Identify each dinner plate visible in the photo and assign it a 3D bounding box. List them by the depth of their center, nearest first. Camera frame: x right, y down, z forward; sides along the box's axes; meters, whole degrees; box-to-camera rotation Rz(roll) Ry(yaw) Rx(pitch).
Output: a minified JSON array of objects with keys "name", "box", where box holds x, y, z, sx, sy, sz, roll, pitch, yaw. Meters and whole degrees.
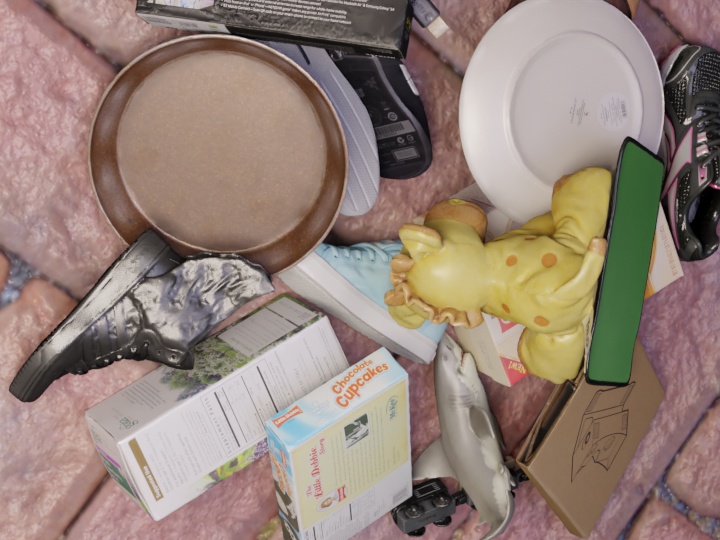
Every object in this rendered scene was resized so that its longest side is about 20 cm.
[{"name":"dinner plate","box":[0.174,-0.130,1.448,0.200,0.024,0.201,-4,99,-26]}]

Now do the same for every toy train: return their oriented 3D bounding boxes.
[{"name":"toy train","box":[0.115,0.187,1.559,0.199,0.046,0.034,-18,127,-23]}]

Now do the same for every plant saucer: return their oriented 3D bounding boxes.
[{"name":"plant saucer","box":[-0.107,-0.086,1.330,0.199,0.035,0.201,1,111,4]}]

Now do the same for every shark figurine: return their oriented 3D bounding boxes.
[{"name":"shark figurine","box":[0.085,0.173,1.487,0.089,0.215,0.128,-19,137,8]}]

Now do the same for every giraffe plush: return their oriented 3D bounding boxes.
[{"name":"giraffe plush","box":[0.104,0.004,1.375,0.162,0.200,0.173,10,115,5]}]

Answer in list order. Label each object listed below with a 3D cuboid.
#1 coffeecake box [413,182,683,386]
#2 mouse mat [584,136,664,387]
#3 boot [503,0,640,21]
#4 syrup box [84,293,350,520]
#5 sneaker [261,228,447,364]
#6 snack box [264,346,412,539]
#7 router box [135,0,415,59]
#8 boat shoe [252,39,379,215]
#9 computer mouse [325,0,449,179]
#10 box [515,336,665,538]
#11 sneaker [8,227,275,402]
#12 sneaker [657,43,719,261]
[{"name":"coffeecake box","box":[0.166,-0.019,1.518,0.200,0.073,0.154,-31,115,-19]},{"name":"mouse mat","box":[0.219,-0.003,1.440,0.161,0.008,0.201,13,87,-68]},{"name":"boot","box":[0.154,-0.248,1.455,0.200,0.072,0.167,42,79,-34]},{"name":"syrup box","box":[-0.111,0.107,1.393,0.200,0.079,0.082,-32,116,-19]},{"name":"sneaker","box":[0.000,0.000,1.440,0.200,0.074,0.082,36,75,-39]},{"name":"snack box","box":[-0.014,0.156,1.425,0.116,0.037,0.200,-32,149,-19]},{"name":"router box","box":[-0.054,-0.243,1.281,0.199,0.051,0.150,9,89,6]},{"name":"boat shoe","box":[-0.051,-0.132,1.376,0.072,0.071,0.200,-43,114,-42]},{"name":"computer mouse","box":[0.022,-0.167,1.380,0.200,0.140,0.046,54,40,-25]},{"name":"box","box":[0.208,0.138,1.548,0.164,0.021,0.200,-59,150,-13]},{"name":"sneaker","box":[-0.167,0.049,1.327,0.104,0.060,0.200,42,92,-8]},{"name":"sneaker","box":[0.310,-0.101,1.570,0.080,0.086,0.201,-3,103,-30]}]
